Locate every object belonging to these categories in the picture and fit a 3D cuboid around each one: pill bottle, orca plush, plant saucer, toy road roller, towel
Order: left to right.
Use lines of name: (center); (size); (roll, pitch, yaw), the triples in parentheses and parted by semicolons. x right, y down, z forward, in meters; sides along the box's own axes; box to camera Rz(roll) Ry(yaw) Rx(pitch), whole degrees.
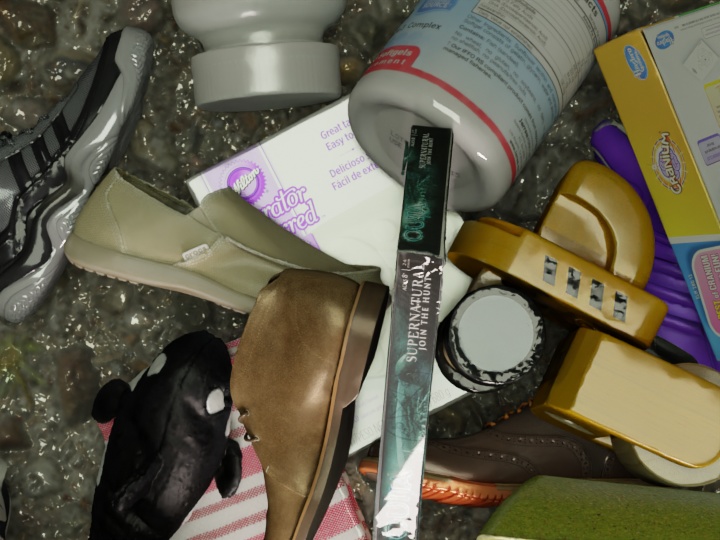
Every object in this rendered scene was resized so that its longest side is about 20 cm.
orca plush: (-0.145, 0.127, 1.296); (0.105, 0.071, 0.200); (47, 114, 7)
towel: (-0.068, 0.146, 1.325); (0.146, 0.030, 0.200); (-22, 92, 26)
pill bottle: (-0.065, -0.202, 1.308); (0.109, 0.110, 0.200); (-5, 89, 1)
pill bottle: (0.087, -0.140, 1.281); (0.109, 0.109, 0.200); (35, 65, 1)
toy road roller: (0.144, 0.027, 1.243); (0.200, 0.123, 0.146); (27, 84, 1)
plant saucer: (0.164, 0.167, 1.271); (0.199, 0.200, 0.048); (6, 71, 1)

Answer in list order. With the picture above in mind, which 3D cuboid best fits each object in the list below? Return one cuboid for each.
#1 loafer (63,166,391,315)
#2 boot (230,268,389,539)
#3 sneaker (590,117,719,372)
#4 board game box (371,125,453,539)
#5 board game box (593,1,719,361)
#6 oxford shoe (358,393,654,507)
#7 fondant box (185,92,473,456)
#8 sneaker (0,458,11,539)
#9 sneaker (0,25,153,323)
loafer: (-0.077, -0.015, 1.271); (0.200, 0.076, 0.068); (12, 97, 3)
boot: (-0.041, 0.091, 1.238); (0.075, 0.074, 0.200); (15, 110, 3)
sneaker: (0.178, 0.006, 1.324); (0.099, 0.070, 0.200); (-30, 89, 3)
board game box: (0.029, 0.038, 1.195); (0.028, 0.135, 0.200); (5, 122, 2)
board game box: (0.236, -0.063, 1.291); (0.153, 0.040, 0.200); (-21, 89, -42)
oxford shoe: (0.096, 0.111, 1.323); (0.200, 0.071, 0.073); (5, 81, -16)
fondant box: (0.000, 0.000, 1.333); (0.144, 0.058, 0.200); (-28, 88, 2)
sneaker: (-0.279, 0.182, 1.336); (0.079, 0.130, 0.199); (29, 130, -18)
sneaker: (-0.212, -0.076, 1.328); (0.114, 0.075, 0.200); (26, 93, -1)
